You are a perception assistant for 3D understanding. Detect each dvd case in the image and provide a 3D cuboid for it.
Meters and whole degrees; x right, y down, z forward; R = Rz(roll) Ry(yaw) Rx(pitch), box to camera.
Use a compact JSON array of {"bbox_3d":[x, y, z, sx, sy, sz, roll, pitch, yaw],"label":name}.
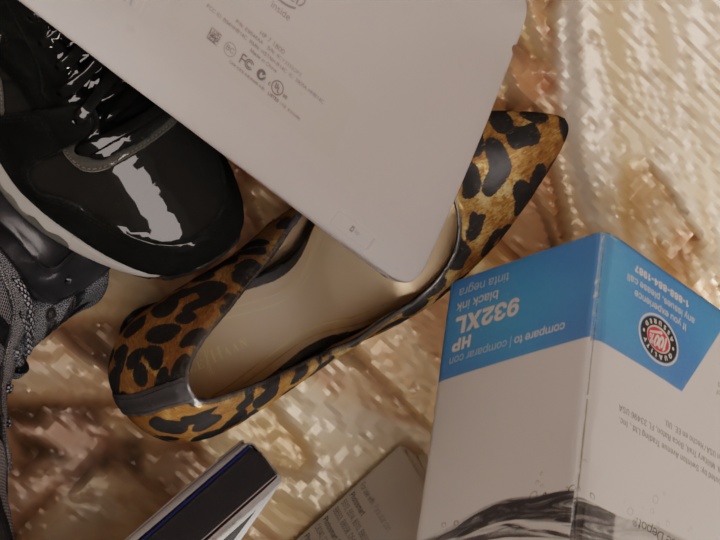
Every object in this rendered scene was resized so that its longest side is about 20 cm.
[{"bbox_3d":[-0.120,0.154,0.891,0.025,0.150,0.200,46,58,8],"label":"dvd case"}]

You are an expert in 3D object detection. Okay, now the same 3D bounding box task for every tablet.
[{"bbox_3d":[-0.027,-0.099,0.862,0.200,0.014,0.131,37,64,-31],"label":"tablet"}]

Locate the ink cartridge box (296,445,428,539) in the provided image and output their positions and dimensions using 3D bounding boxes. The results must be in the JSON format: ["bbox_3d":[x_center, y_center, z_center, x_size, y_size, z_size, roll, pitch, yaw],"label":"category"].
[{"bbox_3d":[0.000,0.195,0.997,0.200,0.084,0.146,-43,110,3],"label":"ink cartridge box"}]

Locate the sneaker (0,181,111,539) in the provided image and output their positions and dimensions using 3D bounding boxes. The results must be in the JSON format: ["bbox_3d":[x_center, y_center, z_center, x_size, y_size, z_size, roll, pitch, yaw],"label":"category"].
[{"bbox_3d":[-0.134,0.035,0.891,0.113,0.075,0.201,-12,74,-38],"label":"sneaker"}]

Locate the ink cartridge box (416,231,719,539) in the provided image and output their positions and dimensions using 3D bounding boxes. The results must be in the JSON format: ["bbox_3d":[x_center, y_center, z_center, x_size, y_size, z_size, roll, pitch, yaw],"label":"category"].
[{"bbox_3d":[0.096,0.111,0.919,0.145,0.083,0.201,33,54,-37],"label":"ink cartridge box"}]

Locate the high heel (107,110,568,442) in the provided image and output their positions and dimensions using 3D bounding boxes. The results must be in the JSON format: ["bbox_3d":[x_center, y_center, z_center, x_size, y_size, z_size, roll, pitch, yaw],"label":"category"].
[{"bbox_3d":[0.000,0.000,0.908,0.199,0.143,0.072,-29,100,-2],"label":"high heel"}]

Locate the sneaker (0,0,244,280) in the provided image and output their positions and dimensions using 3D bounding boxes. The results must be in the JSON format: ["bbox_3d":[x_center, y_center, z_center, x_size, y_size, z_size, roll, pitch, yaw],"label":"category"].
[{"bbox_3d":[-0.110,-0.084,0.858,0.076,0.088,0.200,-39,92,-20],"label":"sneaker"}]
